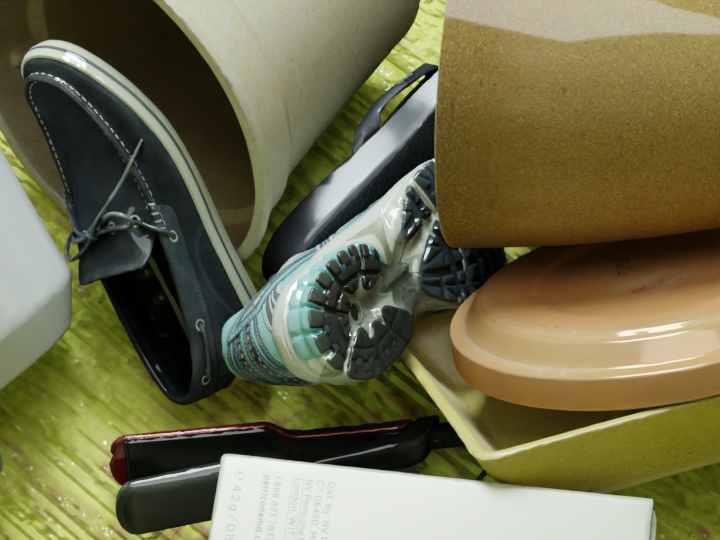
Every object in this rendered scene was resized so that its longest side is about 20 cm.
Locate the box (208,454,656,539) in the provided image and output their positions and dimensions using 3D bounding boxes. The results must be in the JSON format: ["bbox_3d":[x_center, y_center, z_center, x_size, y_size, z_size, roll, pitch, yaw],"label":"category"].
[{"bbox_3d":[0.028,0.168,1.110,0.199,0.128,0.109,6,59,5],"label":"box"}]

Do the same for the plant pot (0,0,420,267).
[{"bbox_3d":[-0.070,-0.129,1.277,0.200,0.201,0.183,34,53,20],"label":"plant pot"}]

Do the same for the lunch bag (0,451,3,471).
[{"bbox_3d":[-0.271,0.149,1.132,0.199,0.118,0.165,6,57,10],"label":"lunch bag"}]

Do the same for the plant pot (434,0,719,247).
[{"bbox_3d":[0.150,-0.094,1.166,0.199,0.187,0.187,6,57,12],"label":"plant pot"}]

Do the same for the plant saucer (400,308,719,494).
[{"bbox_3d":[0.130,0.052,1.184,0.199,0.049,0.200,-14,18,-8],"label":"plant saucer"}]

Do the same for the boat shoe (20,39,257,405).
[{"bbox_3d":[-0.113,-0.022,1.212,0.062,0.074,0.201,-39,108,-35],"label":"boat shoe"}]

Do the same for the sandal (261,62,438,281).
[{"bbox_3d":[0.016,-0.069,1.291,0.043,0.076,0.200,38,66,22],"label":"sandal"}]

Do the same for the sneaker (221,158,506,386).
[{"bbox_3d":[0.000,0.000,1.229,0.086,0.078,0.200,-14,10,37],"label":"sneaker"}]

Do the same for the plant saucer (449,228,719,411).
[{"bbox_3d":[0.140,0.013,1.171,0.199,0.033,0.200,-10,18,3],"label":"plant saucer"}]

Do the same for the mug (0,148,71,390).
[{"bbox_3d":[-0.233,-0.001,1.219,0.153,0.186,0.149,52,41,-9],"label":"mug"}]

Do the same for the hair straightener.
[{"bbox_3d":[-0.022,0.109,1.198,0.199,0.041,0.077,-2,38,-8],"label":"hair straightener"}]
